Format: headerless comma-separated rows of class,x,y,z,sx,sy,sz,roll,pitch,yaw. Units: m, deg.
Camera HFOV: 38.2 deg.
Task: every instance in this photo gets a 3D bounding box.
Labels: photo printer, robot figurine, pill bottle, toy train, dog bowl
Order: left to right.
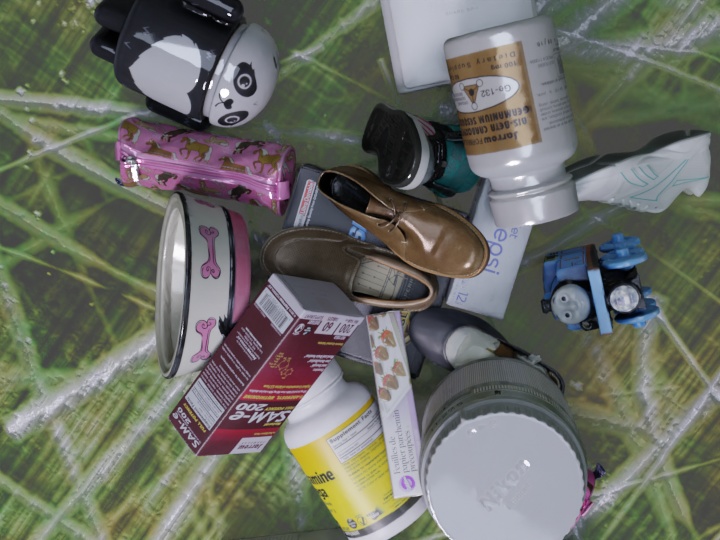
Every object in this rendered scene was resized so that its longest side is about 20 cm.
robot figurine,-0.186,-0.233,1.117,0.200,0.150,0.125,24,84,-2
dog bowl,-0.171,0.017,1.121,0.074,0.200,0.200,4,98,-20
pill bottle,-0.014,0.201,1.175,0.112,0.112,0.200,-32,95,5
photo printer,0.104,-0.306,1.132,0.166,0.069,0.200,-10,97,2
pill bottle,0.160,-0.150,1.063,0.114,0.114,0.200,-13,100,3
toy train,0.252,0.018,1.109,0.114,0.200,0.087,-14,97,14

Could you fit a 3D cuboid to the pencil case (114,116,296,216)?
pencil case,-0.168,-0.115,1.142,0.200,0.083,0.087,11,58,5

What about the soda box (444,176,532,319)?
soda box,0.155,-0.051,1.165,0.068,0.063,0.200,16,97,-1

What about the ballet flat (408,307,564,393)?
ballet flat,0.147,0.099,1.157,0.200,0.073,0.073,29,97,-19

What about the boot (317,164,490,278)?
boot,0.040,-0.049,1.082,0.200,0.075,0.074,30,101,19

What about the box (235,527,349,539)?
box,-0.065,0.379,1.205,0.200,0.097,0.124,-6,97,2

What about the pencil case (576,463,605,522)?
pencil case,0.170,0.216,1.183,0.200,0.094,0.091,28,96,-2

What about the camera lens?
camera lens,0.139,0.181,1.034,0.160,0.200,0.160,1,99,5

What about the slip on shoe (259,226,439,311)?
slip on shoe,-0.012,0.002,1.128,0.200,0.061,0.076,17,96,-2

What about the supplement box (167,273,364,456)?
supplement box,-0.098,0.101,1.078,0.061,0.109,0.200,47,110,29

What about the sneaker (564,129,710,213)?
sneaker,0.301,-0.095,1.144,0.200,0.070,0.080,-16,106,-10

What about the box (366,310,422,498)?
box,0.039,0.144,1.126,0.039,0.041,0.200,-9,77,0

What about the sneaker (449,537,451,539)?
sneaker,0.191,0.320,1.146,0.146,0.202,0.077,27,81,-3

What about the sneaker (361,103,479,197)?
sneaker,0.077,-0.117,1.102,0.121,0.200,0.084,17,107,-16

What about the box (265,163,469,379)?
box,0.000,0.000,1.183,0.198,0.050,0.200,18,96,-2
